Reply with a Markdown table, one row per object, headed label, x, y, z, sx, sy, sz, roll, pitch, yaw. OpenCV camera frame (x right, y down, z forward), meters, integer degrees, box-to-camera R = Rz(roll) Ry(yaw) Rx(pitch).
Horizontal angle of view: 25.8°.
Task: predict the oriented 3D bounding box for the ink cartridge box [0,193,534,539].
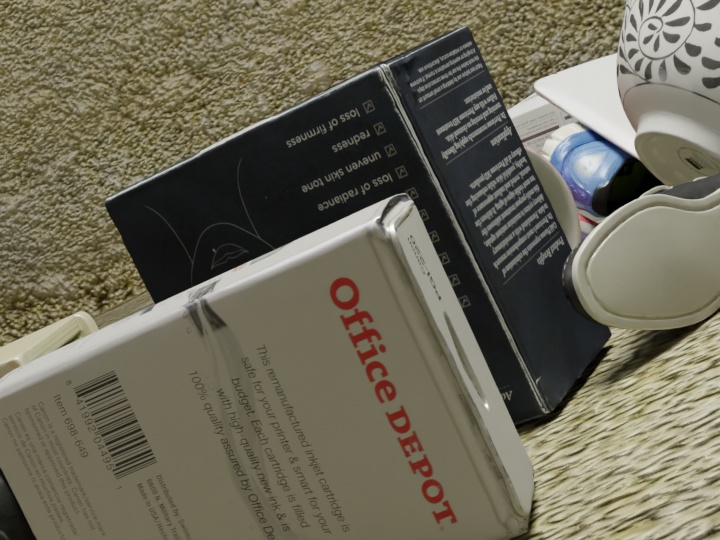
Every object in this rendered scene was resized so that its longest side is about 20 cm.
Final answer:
| label | x | y | z | sx | sy | sz | roll | pitch | yaw |
| --- | --- | --- | --- | --- | --- | --- | --- | --- | --- |
| ink cartridge box | -0.041 | 0.073 | 0.686 | 0.199 | 0.146 | 0.085 | -23 | 6 | 14 |

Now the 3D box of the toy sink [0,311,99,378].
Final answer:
| label | x | y | z | sx | sy | sz | roll | pitch | yaw |
| --- | --- | --- | --- | --- | --- | --- | --- | --- | --- |
| toy sink | -0.227 | 0.114 | 1.134 | 0.112 | 0.131 | 0.200 | -24 | 6 | 9 |

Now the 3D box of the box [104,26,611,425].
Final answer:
| label | x | y | z | sx | sy | sz | roll | pitch | yaw |
| --- | --- | --- | --- | --- | --- | --- | --- | --- | --- |
| box | 0.000 | 0.000 | 0.875 | 0.200 | 0.197 | 0.124 | -22 | 7 | 31 |

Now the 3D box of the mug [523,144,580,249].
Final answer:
| label | x | y | z | sx | sy | sz | roll | pitch | yaw |
| --- | --- | --- | --- | --- | --- | --- | --- | --- | --- |
| mug | 0.027 | -0.034 | 1.065 | 0.177 | 0.134 | 0.200 | 10 | 5 | -20 |

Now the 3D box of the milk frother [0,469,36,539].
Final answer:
| label | x | y | z | sx | sy | sz | roll | pitch | yaw |
| --- | --- | --- | --- | --- | --- | --- | --- | --- | --- |
| milk frother | -0.288 | 0.139 | 0.876 | 0.188 | 0.201 | 0.180 | -29 | 11 | -25 |

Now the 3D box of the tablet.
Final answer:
| label | x | y | z | sx | sy | sz | roll | pitch | yaw |
| --- | --- | --- | --- | --- | --- | --- | --- | --- | --- |
| tablet | 0.233 | -0.112 | 1.140 | 0.130 | 0.014 | 0.200 | -20 | 38 | -25 |

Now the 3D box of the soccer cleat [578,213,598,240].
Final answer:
| label | x | y | z | sx | sy | sz | roll | pitch | yaw |
| --- | --- | --- | --- | --- | --- | --- | --- | --- | --- |
| soccer cleat | 0.099 | -0.004 | 1.187 | 0.076 | 0.067 | 0.200 | 9 | -20 | -29 |

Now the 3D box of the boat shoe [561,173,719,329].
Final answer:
| label | x | y | z | sx | sy | sz | roll | pitch | yaw |
| --- | --- | --- | --- | --- | --- | --- | --- | --- | --- |
| boat shoe | 0.175 | -0.015 | 0.875 | 0.200 | 0.074 | 0.060 | -27 | 6 | -37 |

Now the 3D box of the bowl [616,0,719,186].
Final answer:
| label | x | y | z | sx | sy | sz | roll | pitch | yaw |
| --- | --- | --- | --- | --- | --- | --- | --- | --- | --- |
| bowl | 0.233 | -0.097 | 0.987 | 0.094 | 0.200 | 0.201 | -57 | 15 | -12 |

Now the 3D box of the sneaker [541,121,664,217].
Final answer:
| label | x | y | z | sx | sy | sz | roll | pitch | yaw |
| --- | --- | --- | --- | --- | --- | --- | --- | --- | --- |
| sneaker | 0.231 | -0.073 | 1.165 | 0.199 | 0.079 | 0.089 | -15 | 37 | -25 |

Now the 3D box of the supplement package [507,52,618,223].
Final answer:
| label | x | y | z | sx | sy | sz | roll | pitch | yaw |
| --- | --- | --- | --- | --- | --- | --- | --- | --- | --- |
| supplement package | 0.220 | -0.120 | 1.353 | 0.155 | 0.111 | 0.200 | -21 | 8 | 32 |
